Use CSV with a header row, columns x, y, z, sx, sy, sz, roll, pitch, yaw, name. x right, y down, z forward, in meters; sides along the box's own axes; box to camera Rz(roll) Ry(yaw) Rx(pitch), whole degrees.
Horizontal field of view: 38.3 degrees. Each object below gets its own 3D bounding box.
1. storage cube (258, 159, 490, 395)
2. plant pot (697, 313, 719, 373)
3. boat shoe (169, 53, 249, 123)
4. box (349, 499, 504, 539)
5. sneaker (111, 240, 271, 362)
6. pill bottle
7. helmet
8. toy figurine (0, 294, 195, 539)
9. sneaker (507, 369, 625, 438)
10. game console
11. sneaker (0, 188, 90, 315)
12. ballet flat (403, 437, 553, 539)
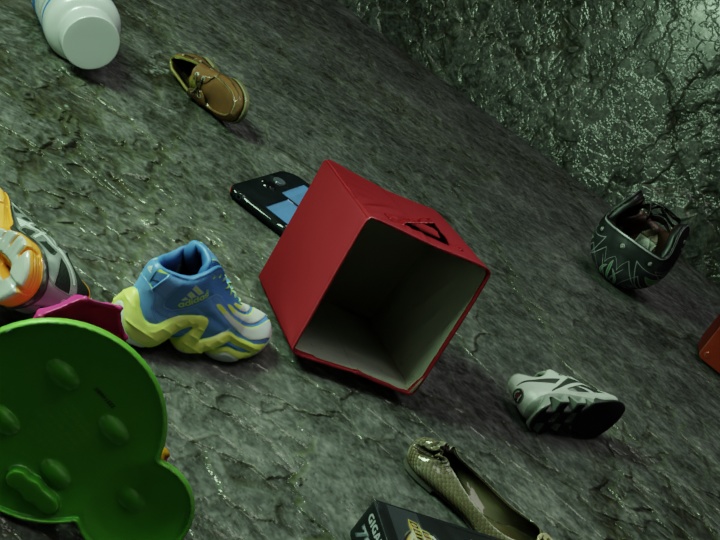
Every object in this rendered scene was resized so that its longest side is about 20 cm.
x,y,z,sx,sy,sz,roll,pitch,yaw,name
0.011,0.004,1.194,0.171,0.200,0.180,22,17,-27,storage cube
0.805,0.147,2.110,0.200,0.200,0.176,41,32,21,plant pot
-0.249,-0.294,1.675,0.068,0.072,0.200,10,21,-40,boat shoe
0.103,0.298,0.869,0.198,0.050,0.200,22,23,-27,box
-0.145,0.030,1.020,0.200,0.105,0.076,5,34,-52,sneaker
-0.416,-0.375,1.529,0.112,0.112,0.200,17,26,-38,pill bottle
0.586,-0.054,2.217,0.200,0.191,0.200,42,-14,13,helmet
-0.201,0.096,0.785,0.200,0.150,0.184,51,5,-18,toy figurine
0.276,0.170,1.391,0.200,0.074,0.089,16,28,-41,sneaker
-0.071,-0.071,1.477,0.200,0.031,0.177,37,20,12,game console
-0.299,-0.009,0.906,0.077,0.078,0.200,30,7,-39,sneaker
0.130,0.237,1.049,0.200,0.046,0.067,40,21,17,ballet flat
